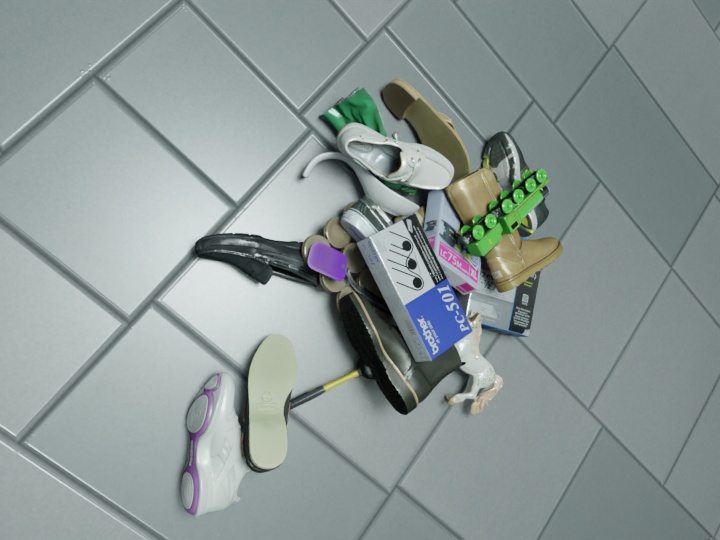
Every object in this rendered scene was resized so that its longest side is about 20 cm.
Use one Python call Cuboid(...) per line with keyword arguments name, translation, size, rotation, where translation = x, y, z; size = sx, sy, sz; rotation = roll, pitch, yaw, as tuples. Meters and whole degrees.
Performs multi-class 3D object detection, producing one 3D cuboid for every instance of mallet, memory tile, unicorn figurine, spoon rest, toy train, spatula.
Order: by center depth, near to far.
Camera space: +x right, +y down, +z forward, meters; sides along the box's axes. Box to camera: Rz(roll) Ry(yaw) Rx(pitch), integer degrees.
Cuboid(name="spatula", translation=(-0.004, 0.022, 0.835), size=(0.200, 0.021, 0.057), rotation=(40, 41, -33))
Cuboid(name="toy train", translation=(0.237, -0.093, 0.851), size=(0.200, 0.042, 0.056), rotation=(-39, 110, -21))
Cuboid(name="mallet", translation=(-0.053, 0.187, 0.861), size=(0.200, 0.066, 0.041), rotation=(-24, 87, -7))
Cuboid(name="memory tile", translation=(0.000, 0.000, 0.866), size=(0.153, 0.017, 0.200), rotation=(-45, 113, -32))
Cuboid(name="spoon rest", translation=(0.007, -0.143, 0.870), size=(0.200, 0.099, 0.061), rotation=(20, 98, -13))
Cuboid(name="unicorn figurine", translation=(0.178, 0.153, 0.917), size=(0.137, 0.074, 0.200), rotation=(-38, 121, 6))

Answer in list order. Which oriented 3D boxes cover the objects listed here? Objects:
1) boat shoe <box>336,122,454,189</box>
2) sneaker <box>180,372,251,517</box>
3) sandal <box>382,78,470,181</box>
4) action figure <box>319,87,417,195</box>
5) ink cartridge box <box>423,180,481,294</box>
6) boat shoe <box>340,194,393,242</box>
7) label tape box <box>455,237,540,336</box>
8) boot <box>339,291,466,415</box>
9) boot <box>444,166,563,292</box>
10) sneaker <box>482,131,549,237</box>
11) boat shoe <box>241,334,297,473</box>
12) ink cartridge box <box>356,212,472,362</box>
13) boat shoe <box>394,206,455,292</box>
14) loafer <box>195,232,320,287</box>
Cuboid(name="boat shoe", translation=(0.058, -0.164, 0.823), size=(0.200, 0.069, 0.071), rotation=(15, 117, -17))
Cuboid(name="sneaker", translation=(-0.204, 0.251, 0.785), size=(0.099, 0.075, 0.200), rotation=(12, 82, -41))
Cuboid(name="sandal", translation=(0.134, -0.257, 0.934), size=(0.212, 0.078, 0.070), rotation=(48, 53, -4))
Cuboid(name="action figure", translation=(0.033, -0.203, 0.884), size=(0.200, 0.118, 0.055), rotation=(51, 59, -22))
Cuboid(name="ink cartridge box", translation=(0.160, -0.074, 0.906), size=(0.119, 0.042, 0.200), rotation=(33, 52, -33))
Cuboid(name="boat shoe", translation=(0.057, -0.037, 0.851), size=(0.071, 0.072, 0.200), rotation=(-49, 115, -12))
Cuboid(name="label tape box", translation=(0.252, 0.009, 0.975), size=(0.143, 0.066, 0.200), rotation=(16, 83, -21))
Cuboid(name="boot", translation=(0.066, 0.101, 0.833), size=(0.138, 0.077, 0.200), rotation=(-30, 95, -26))
Cuboid(name="boot", translation=(0.250, -0.086, 0.907), size=(0.175, 0.066, 0.200), rotation=(-31, 96, -34))
Cuboid(name="sneaker", translation=(0.295, -0.165, 1.005), size=(0.085, 0.074, 0.200), rotation=(-24, 100, -37))
Cuboid(name="boat shoe", translation=(-0.138, 0.194, 0.790), size=(0.074, 0.063, 0.202), rotation=(12, 58, -20))
Cuboid(name="ink cartridge box", translation=(0.082, 0.026, 0.793), size=(0.094, 0.044, 0.200), rotation=(-29, 94, -31))
Cuboid(name="boat shoe", translation=(0.114, -0.007, 0.923), size=(0.065, 0.072, 0.200), rotation=(-18, 96, 19))
Cuboid(name="loafer", translation=(-0.148, -0.014, 0.808), size=(0.200, 0.068, 0.071), rotation=(8, 77, -26))
